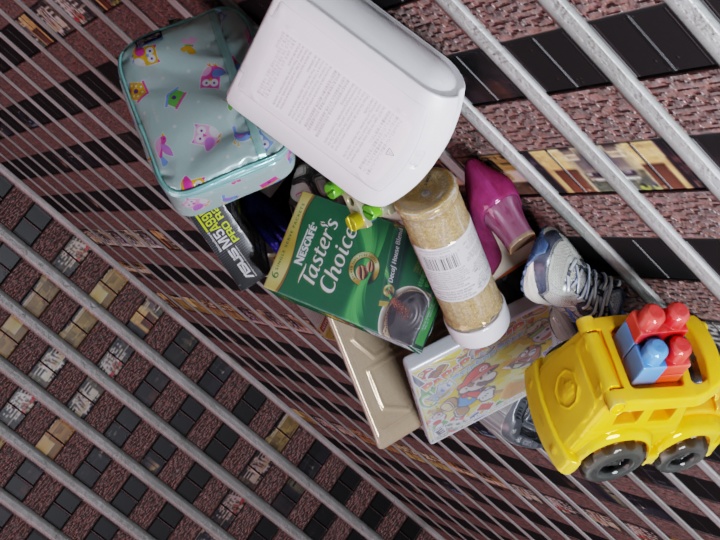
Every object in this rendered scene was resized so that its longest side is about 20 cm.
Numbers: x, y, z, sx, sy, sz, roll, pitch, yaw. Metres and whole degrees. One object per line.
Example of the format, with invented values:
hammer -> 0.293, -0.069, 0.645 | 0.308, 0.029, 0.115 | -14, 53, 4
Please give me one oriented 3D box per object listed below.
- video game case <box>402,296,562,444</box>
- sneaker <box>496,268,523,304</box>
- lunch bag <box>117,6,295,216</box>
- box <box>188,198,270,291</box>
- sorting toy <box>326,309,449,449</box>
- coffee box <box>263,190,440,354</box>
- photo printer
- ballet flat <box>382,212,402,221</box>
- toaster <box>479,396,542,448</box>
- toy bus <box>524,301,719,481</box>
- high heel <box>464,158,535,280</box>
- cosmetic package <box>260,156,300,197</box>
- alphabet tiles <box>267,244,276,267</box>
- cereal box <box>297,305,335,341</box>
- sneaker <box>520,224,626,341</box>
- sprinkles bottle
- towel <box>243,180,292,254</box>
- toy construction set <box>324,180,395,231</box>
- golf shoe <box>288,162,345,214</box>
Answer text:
video game case -> 0.151, 0.108, 1.508 | 0.023, 0.198, 0.183 | 60, 174, 35
sneaker -> 0.180, 0.065, 1.563 | 0.075, 0.080, 0.200 | 17, 158, 47
lunch bag -> -0.157, -0.173, 1.380 | 0.077, 0.158, 0.202 | 69, 180, -72
box -> -0.174, -0.079, 1.610 | 0.161, 0.044, 0.200 | 56, -175, -20
sorting toy -> 0.057, 0.082, 1.561 | 0.036, 0.184, 0.203 | 4, 117, 59
coffee box -> 0.000, 0.000, 1.456 | 0.198, 0.124, 0.044 | 22, 176, 26
photo printer -> -0.009, -0.161, 1.201 | 0.199, 0.070, 0.167 | 36, 134, 2
ballet flat -> 0.007, -0.106, 1.455 | 0.199, 0.072, 0.072 | 33, 166, 18
toaster -> 0.193, 0.150, 1.714 | 0.128, 0.115, 0.199 | 33, -177, 29
toy bus -> 0.287, 0.101, 1.300 | 0.193, 0.197, 0.137 | 117, 144, -48
high heel -> 0.139, -0.052, 1.372 | 0.097, 0.067, 0.200 | 59, 171, 12
cosmetic package -> -0.132, -0.179, 1.526 | 0.107, 0.085, 0.200 | 35, 167, 13
alphabet tiles -> -0.092, -0.031, 1.770 | 0.197, 0.015, 0.196 | 12, -157, -4
cereal box -> -0.026, 0.043, 1.750 | 0.143, 0.040, 0.200 | 19, -162, -35
sneaker -> 0.228, 0.018, 1.344 | 0.084, 0.078, 0.200 | 15, 163, 32
sprinkles bottle -> 0.094, -0.010, 1.330 | 0.068, 0.068, 0.201 | 24, 151, 41
towel -> -0.105, -0.070, 1.711 | 0.147, 0.049, 0.201 | 43, -168, -24
toy construction set -> -0.005, -0.132, 1.327 | 0.130, 0.092, 0.201 | 14, 143, 53
golf shoe -> -0.056, -0.081, 1.642 | 0.072, 0.093, 0.200 | 29, 166, 16
